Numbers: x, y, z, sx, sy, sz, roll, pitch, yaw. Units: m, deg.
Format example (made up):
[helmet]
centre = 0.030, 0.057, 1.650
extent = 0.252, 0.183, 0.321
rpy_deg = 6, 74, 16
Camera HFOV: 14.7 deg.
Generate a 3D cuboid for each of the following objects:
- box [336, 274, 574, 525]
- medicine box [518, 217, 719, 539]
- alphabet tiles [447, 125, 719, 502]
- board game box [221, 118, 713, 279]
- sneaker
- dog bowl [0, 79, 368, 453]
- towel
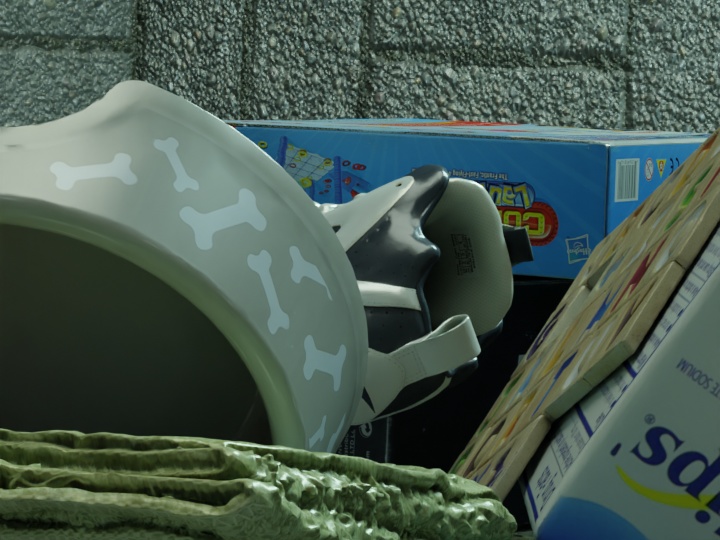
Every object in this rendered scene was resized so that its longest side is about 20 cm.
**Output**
[box]
centre = 0.028, 0.045, 1.208
extent = 0.200, 0.104, 0.182
rpy_deg = -2, 7, -39
[medicine box]
centre = 0.144, 0.019, 0.867
extent = 0.103, 0.200, 0.182
rpy_deg = 35, 4, -2
[alphabet tiles]
centre = 0.074, 0.020, 0.911
extent = 0.008, 0.167, 0.200
rpy_deg = 36, -26, -1
[board game box]
centre = 0.055, -0.034, 1.215
extent = 0.195, 0.056, 0.200
rpy_deg = 4, 5, 28
[sneaker]
centre = 0.000, 0.000, 1.040
extent = 0.129, 0.080, 0.199
rpy_deg = -19, 19, 6
[dog bowl]
centre = -0.100, 0.034, 0.849
extent = 0.200, 0.200, 0.059
rpy_deg = 2, 38, 7
[towel]
centre = -0.054, 0.063, 0.719
extent = 0.148, 0.037, 0.200
rpy_deg = 2, -6, 22
